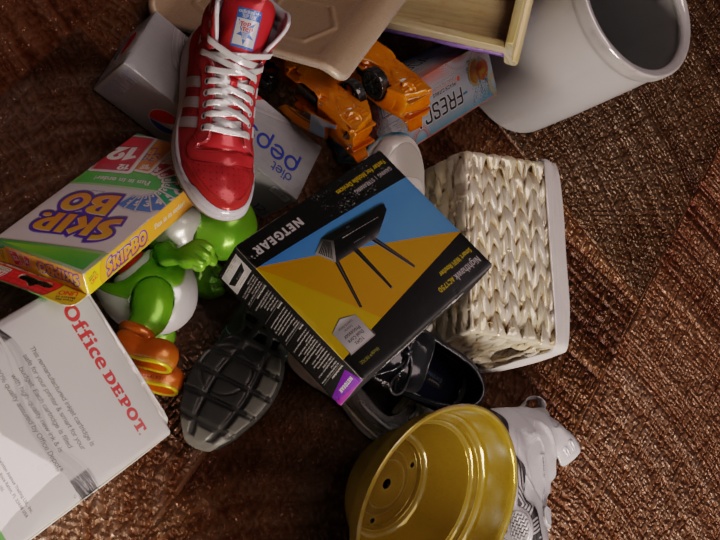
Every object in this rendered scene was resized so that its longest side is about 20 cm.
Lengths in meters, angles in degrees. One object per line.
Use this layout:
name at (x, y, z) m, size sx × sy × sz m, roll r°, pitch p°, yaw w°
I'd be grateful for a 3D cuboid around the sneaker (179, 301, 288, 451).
sneaker at (-0.091, 0.072, 1.019) m, size 0.075 × 0.079 × 0.201 m, roll 26°, pitch 67°, yaw 5°

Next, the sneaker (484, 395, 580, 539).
sneaker at (0.176, 0.225, 1.184) m, size 0.114 × 0.075 × 0.201 m, roll -14°, pitch 82°, yaw -36°

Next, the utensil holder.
utensil holder at (0.229, -0.258, 1.287) m, size 0.169 × 0.200 × 0.171 m, roll 12°, pitch 70°, yaw -35°

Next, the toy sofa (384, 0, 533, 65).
toy sofa at (0.072, -0.270, 1.196) m, size 0.199 × 0.098 × 0.083 m, roll 13°, pitch 82°, yaw 7°

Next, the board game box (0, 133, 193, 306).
board game box at (-0.203, -0.045, 0.940) m, size 0.200 × 0.095 × 0.030 m, roll -50°, pitch 146°, yaw -41°

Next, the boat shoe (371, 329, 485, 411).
boat shoe at (0.035, 0.076, 1.047) m, size 0.199 × 0.062 × 0.075 m, roll 31°, pitch 75°, yaw -32°

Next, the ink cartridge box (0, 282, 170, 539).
ink cartridge box at (-0.265, 0.120, 0.873) m, size 0.200 × 0.084 × 0.146 m, roll -35°, pitch 98°, yaw -38°

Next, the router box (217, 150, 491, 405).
router box at (0.000, 0.000, 0.997) m, size 0.149 × 0.051 × 0.200 m, roll 45°, pitch 48°, yaw 7°

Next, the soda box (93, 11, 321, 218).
soda box at (-0.135, -0.137, 1.062) m, size 0.200 × 0.063 × 0.069 m, roll 38°, pitch 56°, yaw -22°

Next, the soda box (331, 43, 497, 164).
soda box at (0.054, -0.175, 1.205) m, size 0.200 × 0.068 × 0.064 m, roll -34°, pitch 120°, yaw -38°

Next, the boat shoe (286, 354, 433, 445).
boat shoe at (0.018, 0.107, 1.105) m, size 0.202 × 0.065 × 0.075 m, roll 40°, pitch 57°, yaw -22°

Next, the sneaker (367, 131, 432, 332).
sneaker at (0.042, -0.031, 1.119) m, size 0.076 × 0.081 × 0.201 m, roll -5°, pitch 99°, yaw -37°

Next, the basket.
basket at (0.118, -0.009, 1.175) m, size 0.123 × 0.135 × 0.201 m, roll 10°, pitch 71°, yaw -31°

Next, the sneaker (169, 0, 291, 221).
sneaker at (-0.103, -0.146, 0.947) m, size 0.071 × 0.113 × 0.201 m, roll 9°, pitch 55°, yaw -27°

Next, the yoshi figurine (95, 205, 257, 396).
yoshi figurine at (-0.142, 0.002, 0.997) m, size 0.112 × 0.112 × 0.201 m, roll 36°, pitch 54°, yaw -42°

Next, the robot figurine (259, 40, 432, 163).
robot figurine at (-0.037, -0.188, 1.100) m, size 0.145 × 0.058 × 0.200 m, roll -31°, pitch 56°, yaw -28°

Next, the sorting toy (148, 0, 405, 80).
sorting toy at (-0.070, -0.254, 1.099) m, size 0.199 × 0.037 × 0.185 m, roll 21°, pitch 48°, yaw 13°

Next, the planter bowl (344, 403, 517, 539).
planter bowl at (0.047, 0.206, 1.068) m, size 0.200 × 0.083 × 0.202 m, roll -14°, pitch 112°, yaw -38°
